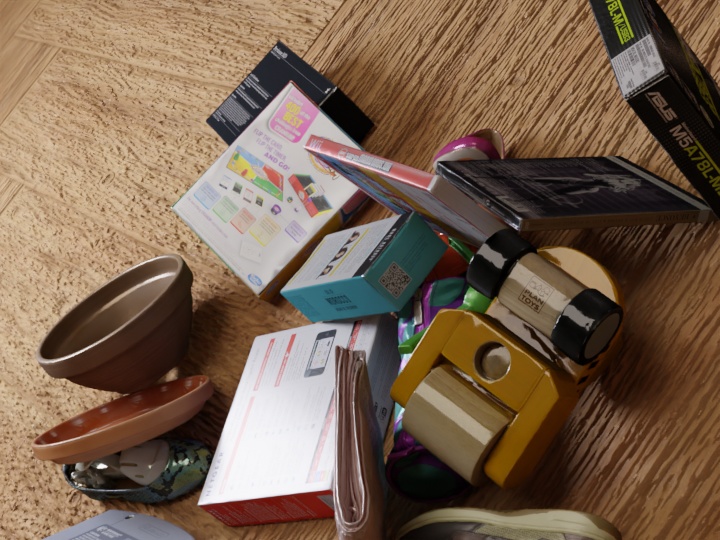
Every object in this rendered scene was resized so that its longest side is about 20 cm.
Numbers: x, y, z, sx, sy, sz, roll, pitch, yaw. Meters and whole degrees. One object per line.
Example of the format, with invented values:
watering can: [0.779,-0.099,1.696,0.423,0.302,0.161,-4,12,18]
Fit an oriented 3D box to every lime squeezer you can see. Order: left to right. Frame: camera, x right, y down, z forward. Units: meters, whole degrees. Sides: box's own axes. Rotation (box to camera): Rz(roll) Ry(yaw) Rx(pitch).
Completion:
lime squeezer: [0.093,0.020,1.224,0.071,0.038,0.200,-19,22,25]

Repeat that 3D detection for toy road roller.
toy road roller: [0.136,0.075,1.146,0.123,0.146,0.200,37,98,28]

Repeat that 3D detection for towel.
towel: [0.004,0.192,1.143,0.032,0.200,0.191,-5,44,4]

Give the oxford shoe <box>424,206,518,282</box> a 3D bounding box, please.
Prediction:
oxford shoe: [0.085,-0.018,1.380,0.073,0.071,0.200,-26,3,-44]

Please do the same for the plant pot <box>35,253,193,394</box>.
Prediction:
plant pot: [-0.262,0.076,1.599,0.201,0.093,0.201,-29,19,11]

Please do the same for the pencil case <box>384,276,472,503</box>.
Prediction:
pencil case: [0.066,0.102,1.239,0.085,0.092,0.200,-22,43,28]

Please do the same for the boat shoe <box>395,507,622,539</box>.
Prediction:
boat shoe: [0.105,0.227,1.091,0.201,0.072,0.066,-11,43,35]

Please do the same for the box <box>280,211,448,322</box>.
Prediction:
box: [0.000,0.000,1.334,0.082,0.049,0.200,-52,16,-20]

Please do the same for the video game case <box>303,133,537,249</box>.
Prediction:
video game case: [0.052,-0.063,1.243,0.200,0.143,0.017,24,82,52]

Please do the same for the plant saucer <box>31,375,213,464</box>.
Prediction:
plant saucer: [-0.251,0.162,1.495,0.200,0.032,0.200,-18,6,2]

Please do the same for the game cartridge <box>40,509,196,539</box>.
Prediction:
game cartridge: [-0.237,0.287,1.373,0.133,0.041,0.200,-24,19,-32]

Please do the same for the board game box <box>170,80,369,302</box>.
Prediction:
board game box: [-0.090,-0.088,1.569,0.200,0.040,0.153,-46,74,3]

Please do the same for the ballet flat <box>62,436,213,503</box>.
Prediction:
ballet flat: [-0.245,0.210,1.493,0.200,0.074,0.074,-16,45,38]

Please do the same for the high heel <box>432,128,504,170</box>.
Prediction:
high heel: [0.119,-0.120,1.356,0.067,0.200,0.096,25,80,9]

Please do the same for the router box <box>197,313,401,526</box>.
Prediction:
router box: [-0.053,0.144,1.366,0.179,0.049,0.200,-13,47,40]

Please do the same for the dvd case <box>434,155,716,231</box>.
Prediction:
dvd case: [0.186,-0.069,1.218,0.149,0.200,0.016,41,130,56]

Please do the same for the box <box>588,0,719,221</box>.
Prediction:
box: [0.266,-0.151,1.183,0.048,0.193,0.200,-33,36,23]

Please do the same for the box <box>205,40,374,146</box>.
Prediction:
box: [-0.089,-0.180,1.701,0.141,0.079,0.200,-49,34,4]
